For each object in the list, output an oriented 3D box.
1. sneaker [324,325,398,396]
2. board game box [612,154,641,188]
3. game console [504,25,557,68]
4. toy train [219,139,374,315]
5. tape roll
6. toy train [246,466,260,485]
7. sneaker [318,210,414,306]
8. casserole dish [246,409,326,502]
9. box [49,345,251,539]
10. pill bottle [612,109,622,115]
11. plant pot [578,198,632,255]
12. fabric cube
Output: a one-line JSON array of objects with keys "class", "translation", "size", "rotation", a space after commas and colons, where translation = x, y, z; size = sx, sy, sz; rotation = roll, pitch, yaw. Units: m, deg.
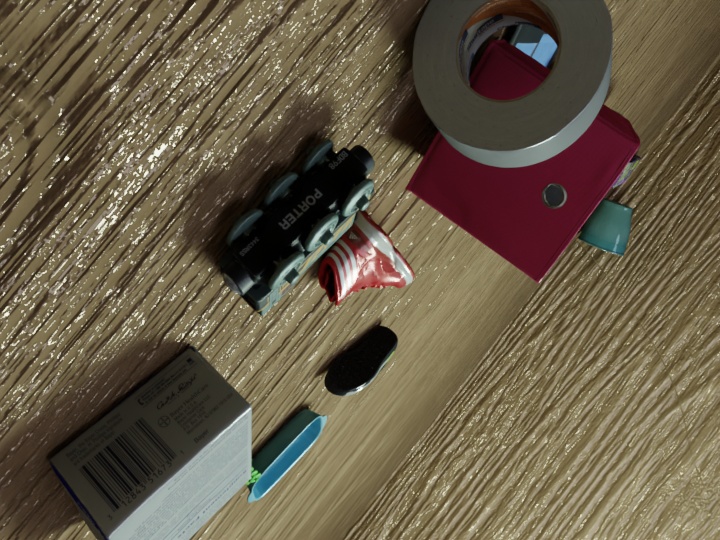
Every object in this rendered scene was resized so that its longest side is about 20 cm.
[{"class": "sneaker", "translation": [0.004, 0.181, 1.248], "size": [0.199, 0.071, 0.084], "rotation": [-33, 155, -44]}, {"class": "board game box", "translation": [1.076, -0.403, 2.774], "size": [0.198, 0.032, 0.122], "rotation": [-23, 141, -54]}, {"class": "game console", "translation": [0.233, -0.294, 0.998], "size": [0.176, 0.031, 0.203], "rotation": [-28, 149, -51]}, {"class": "toy train", "translation": [-0.062, -0.044, 0.690], "size": [0.200, 0.085, 0.114], "rotation": [-47, 173, -21]}, {"class": "tape roll", "translation": [0.153, -0.213, 0.692], "size": [0.202, 0.199, 0.066], "rotation": [-54, 161, 8]}, {"class": "toy train", "translation": [-0.198, 0.306, 1.050], "size": [0.056, 0.042, 0.201], "rotation": [-36, 158, -13]}, {"class": "sneaker", "translation": [0.000, 0.000, 0.941], "size": [0.115, 0.079, 0.200], "rotation": [-42, 149, 0]}, {"class": "casserole dish", "translation": [-0.139, 0.323, 1.219], "size": [0.199, 0.039, 0.122], "rotation": [-43, 159, -25]}, {"class": "box", "translation": [-0.216, 0.219, 0.749], "size": [0.183, 0.104, 0.202], "rotation": [-40, 157, -32]}, {"class": "pill bottle", "translation": [0.561, -0.312, 1.608], "size": [0.199, 0.110, 0.112], "rotation": [-35, 155, -41]}, {"class": "plant pot", "translation": [1.024, -0.188, 2.811], "size": [0.199, 0.196, 0.193], "rotation": [-10, 121, -62]}, {"class": "fabric cube", "translation": [0.200, -0.146, 0.851], "size": [0.199, 0.197, 0.200], "rotation": [-57, 177, 25]}]
